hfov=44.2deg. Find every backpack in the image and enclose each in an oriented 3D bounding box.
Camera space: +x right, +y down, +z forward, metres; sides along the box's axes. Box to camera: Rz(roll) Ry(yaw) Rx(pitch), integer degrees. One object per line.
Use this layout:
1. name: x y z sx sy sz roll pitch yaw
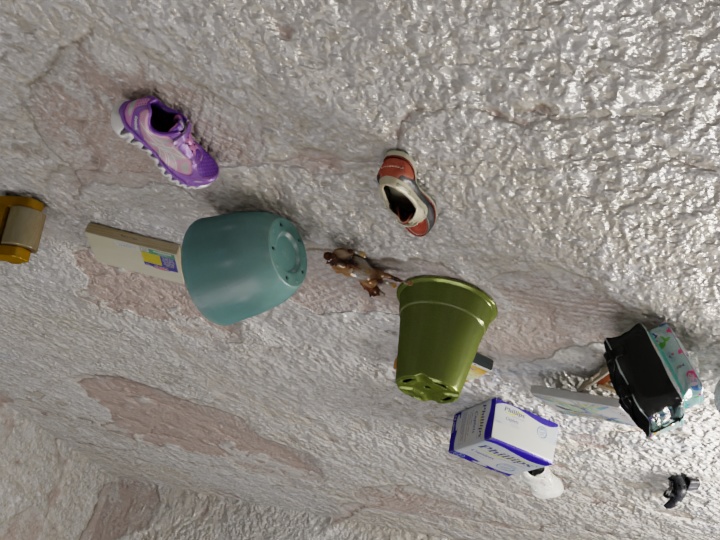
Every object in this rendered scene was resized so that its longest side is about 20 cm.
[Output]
1. backpack: 0.525 0.201 1.594 0.150 0.178 0.200 -21 145 4

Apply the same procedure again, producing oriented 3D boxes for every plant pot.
1. plant pot: 0.143 0.142 1.676 0.199 0.191 0.200 13 152 7
2. plant pot: -0.192 -0.015 1.575 0.160 0.201 0.201 -14 142 25

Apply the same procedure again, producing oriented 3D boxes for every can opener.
1. can opener: 0.799 0.569 2.244 0.078 0.064 0.200 11 151 9

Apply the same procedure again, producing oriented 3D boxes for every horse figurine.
1. horse figurine: 0.000 0.000 1.629 0.200 0.050 0.132 28 168 -37

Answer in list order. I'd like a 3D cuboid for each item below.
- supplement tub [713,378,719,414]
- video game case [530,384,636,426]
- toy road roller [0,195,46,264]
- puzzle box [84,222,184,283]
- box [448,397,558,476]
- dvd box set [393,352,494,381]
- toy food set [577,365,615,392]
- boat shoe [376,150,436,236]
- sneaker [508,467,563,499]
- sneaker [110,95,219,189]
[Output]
1. supplement tub: 0.755 0.269 1.657 0.122 0.123 0.200 -11 143 41
2. video game case: 0.487 0.290 1.883 0.199 0.022 0.182 5 162 38
3. toy road roller: -0.713 -0.073 1.819 0.199 0.123 0.146 3 164 24
4. puzzle box: -0.465 -0.034 1.850 0.199 0.026 0.133 14 152 3
5. box: 0.343 0.407 2.145 0.183 0.105 0.200 24 151 -16
6. dvd box set: 0.179 0.206 1.944 0.146 0.030 0.200 25 151 -16
7. toy food set: 0.559 0.248 1.787 0.199 0.061 0.144 19 152 -4
8. boat shoe: 0.072 -0.106 1.399 0.071 0.063 0.200 3 151 19
9. sneaker: 0.483 0.560 2.379 0.200 0.075 0.099 30 150 -25
10. sneaker: -0.293 -0.205 1.400 0.088 0.081 0.200 -19 136 37
